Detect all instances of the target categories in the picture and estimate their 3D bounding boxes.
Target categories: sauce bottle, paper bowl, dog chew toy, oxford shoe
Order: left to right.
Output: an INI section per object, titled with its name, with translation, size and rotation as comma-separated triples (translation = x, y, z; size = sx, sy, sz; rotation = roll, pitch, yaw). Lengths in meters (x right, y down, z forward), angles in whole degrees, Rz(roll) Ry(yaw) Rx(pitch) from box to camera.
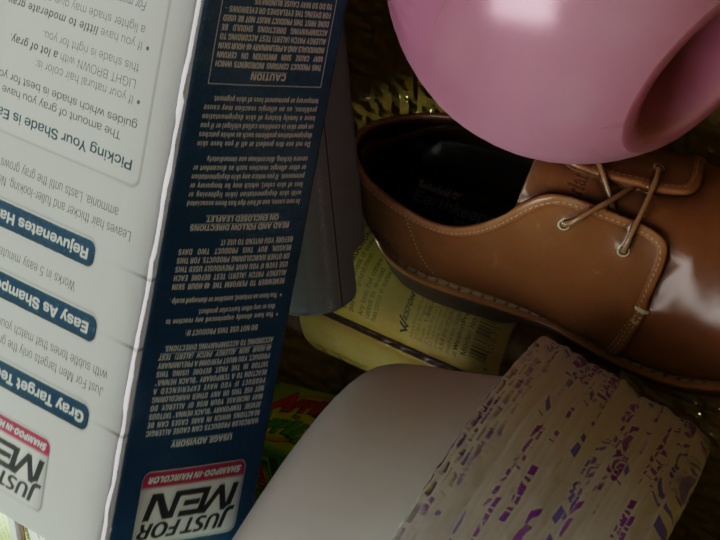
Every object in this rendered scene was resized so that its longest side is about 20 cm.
[sauce bottle]
translation = 0.000, 0.000, 0.775
size = 0.200, 0.066, 0.066
rotation = 25, 128, 29
[paper bowl]
translation = 0.012, 0.110, 0.644
size = 0.104, 0.201, 0.201
rotation = 30, 132, 8
[dog chew toy]
translation = 0.036, -0.126, 0.637
size = 0.200, 0.124, 0.125
rotation = 48, 136, 21
[oxford shoe]
translation = 0.084, -0.009, 0.666
size = 0.199, 0.072, 0.071
rotation = 10, 159, 25

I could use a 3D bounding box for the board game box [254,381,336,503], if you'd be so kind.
[board game box]
translation = 0.006, 0.152, 0.868
size = 0.101, 0.048, 0.201
rotation = 10, 120, 37

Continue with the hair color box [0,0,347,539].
[hair color box]
translation = -0.069, -0.025, 0.626
size = 0.100, 0.060, 0.201
rotation = 23, 106, 40

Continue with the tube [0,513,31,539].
[tube]
translation = -0.148, 0.096, 0.900
size = 0.058, 0.052, 0.200
rotation = 39, 154, -27

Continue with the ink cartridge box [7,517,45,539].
[ink cartridge box]
translation = -0.093, 0.103, 0.784
size = 0.176, 0.045, 0.201
rotation = 169, 87, -72

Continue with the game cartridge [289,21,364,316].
[game cartridge]
translation = -0.085, -0.068, 0.723
size = 0.200, 0.040, 0.134
rotation = 15, 118, 39
